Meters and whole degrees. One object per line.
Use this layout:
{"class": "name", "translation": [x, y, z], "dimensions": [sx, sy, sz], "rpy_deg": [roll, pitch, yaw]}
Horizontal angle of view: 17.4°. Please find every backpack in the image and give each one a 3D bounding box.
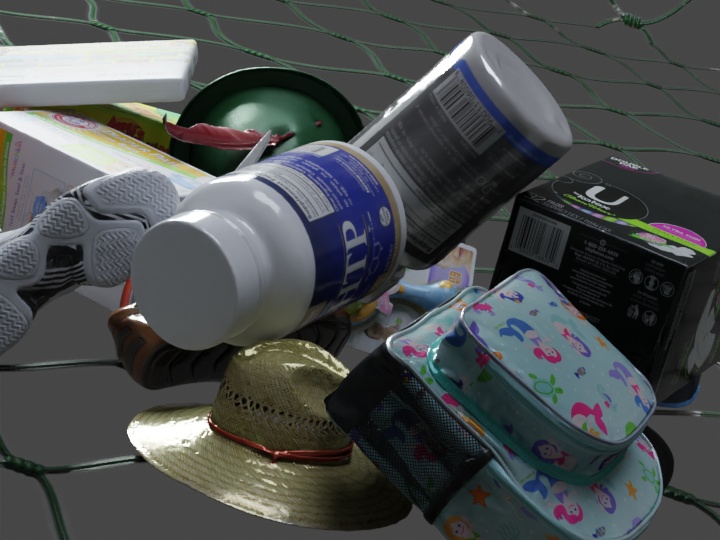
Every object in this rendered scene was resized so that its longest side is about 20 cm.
{"class": "backpack", "translation": [0.102, 0.108, 1.506], "dimensions": [0.200, 0.151, 0.177], "rpy_deg": [51, 30, 7]}

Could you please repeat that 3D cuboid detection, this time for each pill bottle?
{"class": "pill bottle", "translation": [-0.066, -0.014, 1.629], "dimensions": [0.119, 0.120, 0.200], "rpy_deg": [23, 26, 25]}
{"class": "pill bottle", "translation": [0.050, -0.073, 1.748], "dimensions": [0.114, 0.200, 0.114], "rpy_deg": [43, 20, -20]}

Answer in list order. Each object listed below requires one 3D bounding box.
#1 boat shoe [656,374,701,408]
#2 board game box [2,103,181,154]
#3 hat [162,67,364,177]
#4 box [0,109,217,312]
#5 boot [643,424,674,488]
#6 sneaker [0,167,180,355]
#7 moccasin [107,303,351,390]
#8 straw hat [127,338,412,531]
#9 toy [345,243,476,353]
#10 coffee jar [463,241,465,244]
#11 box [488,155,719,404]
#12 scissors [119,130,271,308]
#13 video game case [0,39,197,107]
{"class": "boat shoe", "translation": [0.184, 0.059, 1.920], "dimensions": [0.199, 0.069, 0.084], "rpy_deg": [8, 18, -19]}
{"class": "board game box", "translation": [-0.208, -0.122, 2.074], "dimensions": [0.199, 0.048, 0.102], "rpy_deg": [14, 9, -22]}
{"class": "hat", "translation": [-0.079, -0.068, 1.945], "dimensions": [0.199, 0.166, 0.176], "rpy_deg": [4, 20, -11]}
{"class": "box", "translation": [-0.209, -0.048, 1.862], "dimensions": [0.199, 0.102, 0.112], "rpy_deg": [25, 19, 32]}
{"class": "boot", "translation": [0.132, 0.100, 1.750], "dimensions": [0.199, 0.070, 0.174], "rpy_deg": [19, 10, -3]}
{"class": "sneaker", "translation": [-0.225, -0.015, 1.654], "dimensions": [0.200, 0.075, 0.115], "rpy_deg": [-35, 22, -8]}
{"class": "moccasin", "translation": [-0.093, 0.045, 1.718], "dimensions": [0.201, 0.074, 0.078], "rpy_deg": [-8, 44, -35]}
{"class": "straw hat", "translation": [-0.050, 0.092, 1.568], "dimensions": [0.200, 0.085, 0.201], "rpy_deg": [14, 16, -4]}
{"class": "toy", "translation": [0.000, 0.000, 1.846], "dimensions": [0.199, 0.116, 0.047], "rpy_deg": [18, -25, -17]}
{"class": "coffee jar", "translation": [-0.011, -0.023, 1.956], "dimensions": [0.199, 0.105, 0.085], "rpy_deg": [1, 20, -39]}
{"class": "box", "translation": [0.203, 0.005, 1.793], "dimensions": [0.148, 0.125, 0.200], "rpy_deg": [24, 21, 22]}
{"class": "scissors", "translation": [-0.124, -0.034, 1.782], "dimensions": [0.073, 0.201, 0.014], "rpy_deg": [26, -21, -20]}
{"class": "video game case", "translation": [-0.242, -0.167, 1.991], "dimensions": [0.199, 0.023, 0.182], "rpy_deg": [-3, 16, 0]}
